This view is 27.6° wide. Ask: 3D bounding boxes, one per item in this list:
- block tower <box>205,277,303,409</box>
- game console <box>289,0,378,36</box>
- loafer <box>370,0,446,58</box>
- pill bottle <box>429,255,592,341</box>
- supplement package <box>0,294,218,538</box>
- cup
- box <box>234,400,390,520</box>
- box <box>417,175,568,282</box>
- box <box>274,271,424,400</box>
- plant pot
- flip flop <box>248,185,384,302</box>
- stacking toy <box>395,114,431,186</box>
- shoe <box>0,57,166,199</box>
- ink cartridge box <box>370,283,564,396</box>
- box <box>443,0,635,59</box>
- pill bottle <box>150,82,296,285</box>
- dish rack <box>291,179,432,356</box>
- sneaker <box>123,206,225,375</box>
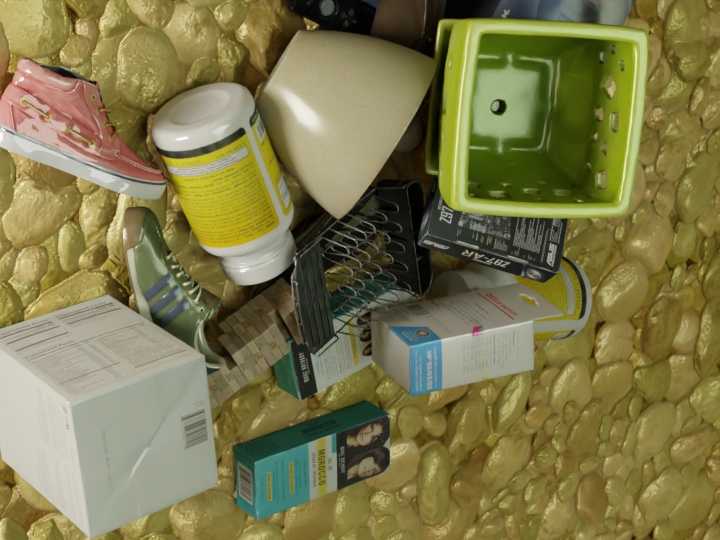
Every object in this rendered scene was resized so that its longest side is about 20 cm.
[{"bbox_3d":[-0.146,0.095,1.628,0.200,0.058,0.054,-36,136,-10],"label":"block tower"},{"bbox_3d":[0.012,-0.352,1.568,0.176,0.116,0.200,20,94,-41],"label":"game console"},{"bbox_3d":[0.049,-0.272,1.615,0.071,0.073,0.200,-48,150,-27],"label":"loafer"},{"bbox_3d":[0.188,0.037,1.860,0.200,0.111,0.111,-2,108,-39],"label":"pill bottle"},{"bbox_3d":[-0.263,0.140,1.481,0.151,0.200,0.152,-19,118,-33],"label":"supplement package"},{"bbox_3d":[-0.031,-0.177,1.570,0.143,0.200,0.200,32,85,-9],"label":"cup"},{"bbox_3d":[-0.056,0.229,1.780,0.200,0.049,0.082,-16,116,-33],"label":"box"},{"bbox_3d":[0.163,-0.103,1.674,0.160,0.044,0.200,16,71,-10],"label":"box"},{"bbox_3d":[-0.012,0.071,1.745,0.200,0.049,0.082,-26,121,-29],"label":"box"},{"bbox_3d":[0.172,-0.170,1.556,0.200,0.181,0.199,2,103,-14],"label":"plant pot"},{"bbox_3d":[-0.055,-0.029,1.685,0.200,0.058,0.081,-43,136,2],"label":"flip flop"},{"bbox_3d":[0.111,-0.135,1.741,0.200,0.146,0.146,27,89,-26],"label":"stacking toy"},{"bbox_3d":[-0.266,-0.140,1.457,0.200,0.071,0.091,20,99,-37],"label":"shoe"},{"bbox_3d":[0.125,0.077,1.708,0.200,0.115,0.068,-11,113,-20],"label":"ink cartridge box"},{"bbox_3d":[0.197,-0.304,1.731,0.200,0.123,0.199,30,86,-42],"label":"box"},{"bbox_3d":[-0.138,-0.088,1.552,0.112,0.112,0.200,-35,125,-23],"label":"pill bottle"},{"bbox_3d":[0.000,0.000,1.637,0.200,0.054,0.154,-41,134,-39],"label":"dish rack"},{"bbox_3d":[-0.191,0.026,1.553,0.090,0.067,0.200,-4,108,7],"label":"sneaker"}]
